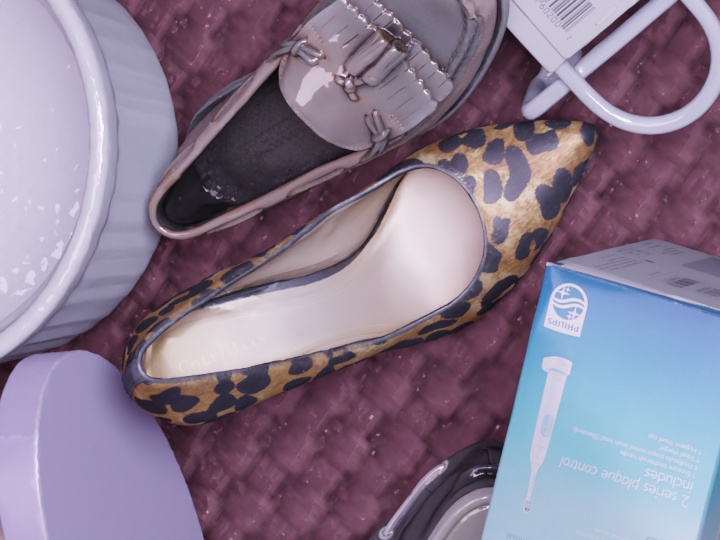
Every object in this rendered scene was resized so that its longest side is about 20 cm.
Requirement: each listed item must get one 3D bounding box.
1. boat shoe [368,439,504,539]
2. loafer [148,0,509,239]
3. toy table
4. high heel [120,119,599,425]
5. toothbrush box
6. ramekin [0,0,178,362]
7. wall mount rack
[{"bbox_3d":[0.013,0.156,1.173,0.067,0.057,0.200,30,111,-17],"label":"boat shoe"},{"bbox_3d":[-0.016,-0.064,1.115,0.072,0.063,0.200,48,138,-7],"label":"loafer"},{"bbox_3d":[-0.145,0.124,1.170,0.116,0.184,0.201,-7,117,21],"label":"toy table"},{"bbox_3d":[0.000,0.000,1.112,0.200,0.142,0.072,-33,82,20],"label":"high heel"},{"bbox_3d":[0.107,0.098,1.075,0.085,0.146,0.201,17,99,20],"label":"toothbrush box"},{"bbox_3d":[-0.175,-0.051,1.195,0.199,0.098,0.202,0,90,23],"label":"ramekin"},{"bbox_3d":[0.091,-0.160,1.088,0.174,0.075,0.200,-39,99,22],"label":"wall mount rack"}]
